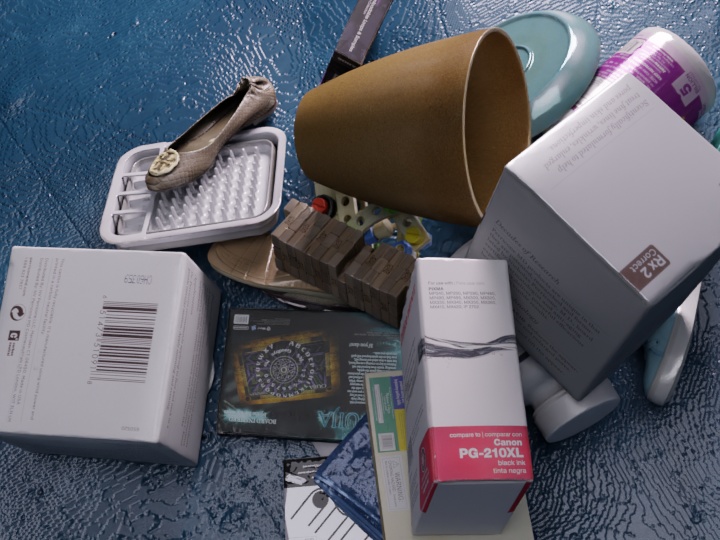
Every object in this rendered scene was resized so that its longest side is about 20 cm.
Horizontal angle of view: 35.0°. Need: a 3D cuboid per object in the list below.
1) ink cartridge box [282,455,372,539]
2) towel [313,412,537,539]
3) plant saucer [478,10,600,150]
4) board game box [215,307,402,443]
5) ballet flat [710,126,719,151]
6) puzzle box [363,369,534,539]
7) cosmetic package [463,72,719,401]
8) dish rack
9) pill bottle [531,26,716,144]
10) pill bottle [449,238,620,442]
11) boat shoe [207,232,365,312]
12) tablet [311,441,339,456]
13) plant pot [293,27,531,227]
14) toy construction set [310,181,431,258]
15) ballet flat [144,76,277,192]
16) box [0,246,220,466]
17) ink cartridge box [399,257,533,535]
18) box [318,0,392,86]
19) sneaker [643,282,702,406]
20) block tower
[{"bbox_3d":[0.026,0.225,1.114,0.199,0.044,0.095,-6,71,7],"label":"ink cartridge box"},{"bbox_3d":[0.058,0.217,1.062,0.200,0.049,0.112,40,81,18],"label":"towel"},{"bbox_3d":[0.159,-0.209,1.217,0.199,0.027,0.201,-24,41,23],"label":"plant saucer"},{"bbox_3d":[-0.048,0.109,1.177,0.199,0.028,0.136,1,76,17],"label":"board game box"},{"bbox_3d":[0.421,-0.169,1.196,0.070,0.067,0.201,29,77,-6],"label":"ballet flat"},{"bbox_3d":[0.079,0.182,1.036,0.132,0.025,0.201,-4,61,-5],"label":"puzzle box"},{"bbox_3d":[0.211,-0.026,1.000,0.165,0.200,0.165,-38,72,-25],"label":"cosmetic package"},{"bbox_3d":[-0.176,-0.082,1.255,0.199,0.044,0.172,-8,41,8],"label":"dish rack"},{"bbox_3d":[0.261,-0.149,1.184,0.200,0.112,0.112,-41,68,-5],"label":"pill bottle"},{"bbox_3d":[0.170,0.062,1.125,0.111,0.111,0.201,-28,68,0],"label":"pill bottle"},{"bbox_3d":[-0.067,0.010,1.213,0.199,0.065,0.072,9,51,14],"label":"boat shoe"},{"bbox_3d":[0.024,0.172,1.166,0.130,0.014,0.200,-33,68,-3],"label":"tablet"},{"bbox_3d":[0.043,-0.135,1.106,0.199,0.186,0.188,3,70,26],"label":"plant pot"},{"bbox_3d":[0.012,-0.099,1.224,0.130,0.092,0.201,-15,60,26],"label":"toy construction set"},{"bbox_3d":[-0.166,-0.156,1.266,0.067,0.047,0.200,23,53,36],"label":"ballet flat"},{"bbox_3d":[-0.265,0.090,1.187,0.199,0.131,0.200,2,71,12],"label":"box"},{"bbox_3d":[0.085,0.108,0.979,0.084,0.145,0.201,0,61,-5],"label":"ink cartridge box"},{"bbox_3d":[-0.002,-0.251,1.227,0.036,0.200,0.144,26,75,-6],"label":"box"},{"bbox_3d":[0.292,0.038,1.136,0.081,0.074,0.201,11,62,16],"label":"sneaker"},{"bbox_3d":[0.000,0.000,1.139,0.199,0.054,0.058,27,58,23],"label":"block tower"}]
